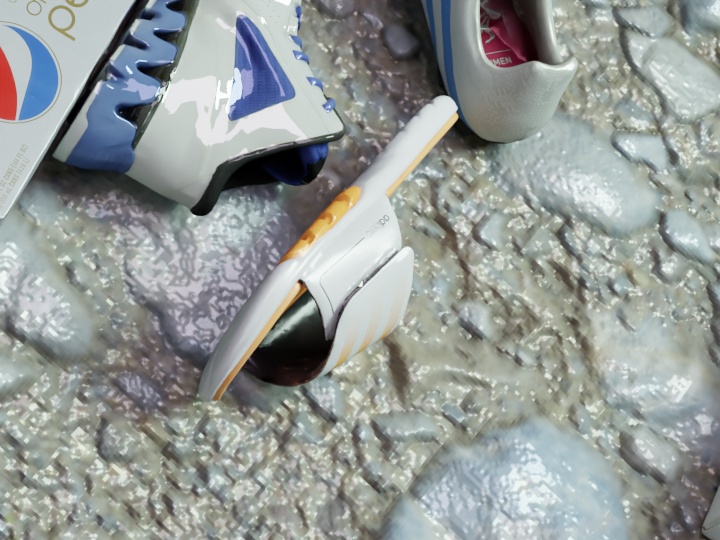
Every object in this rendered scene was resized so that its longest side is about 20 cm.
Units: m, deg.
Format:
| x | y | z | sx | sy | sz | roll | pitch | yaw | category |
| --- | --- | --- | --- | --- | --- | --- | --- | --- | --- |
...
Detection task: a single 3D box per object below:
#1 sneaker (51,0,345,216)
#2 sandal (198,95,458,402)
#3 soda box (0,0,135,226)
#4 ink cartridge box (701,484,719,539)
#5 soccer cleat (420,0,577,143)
| x | y | z | sx | sy | sz | roll | pitch | yaw | category |
| --- | --- | --- | --- | --- | --- | --- | --- | --- | --- |
| -0.053 | -0.101 | 1.303 | 0.115 | 0.081 | 0.200 | 34 | 64 | -11 | sneaker |
| 0.003 | -0.004 | 1.274 | 0.059 | 0.079 | 0.207 | 40 | 55 | 1 | sandal |
| -0.155 | -0.100 | 1.257 | 0.068 | 0.064 | 0.201 | 31 | 57 | -8 | soda box |
| 0.285 | 0.110 | 1.345 | 0.199 | 0.084 | 0.145 | 33 | 58 | -8 | ink cartridge box |
| 0.055 | -0.162 | 1.368 | 0.070 | 0.086 | 0.201 | -15 | 73 | -29 | soccer cleat |
